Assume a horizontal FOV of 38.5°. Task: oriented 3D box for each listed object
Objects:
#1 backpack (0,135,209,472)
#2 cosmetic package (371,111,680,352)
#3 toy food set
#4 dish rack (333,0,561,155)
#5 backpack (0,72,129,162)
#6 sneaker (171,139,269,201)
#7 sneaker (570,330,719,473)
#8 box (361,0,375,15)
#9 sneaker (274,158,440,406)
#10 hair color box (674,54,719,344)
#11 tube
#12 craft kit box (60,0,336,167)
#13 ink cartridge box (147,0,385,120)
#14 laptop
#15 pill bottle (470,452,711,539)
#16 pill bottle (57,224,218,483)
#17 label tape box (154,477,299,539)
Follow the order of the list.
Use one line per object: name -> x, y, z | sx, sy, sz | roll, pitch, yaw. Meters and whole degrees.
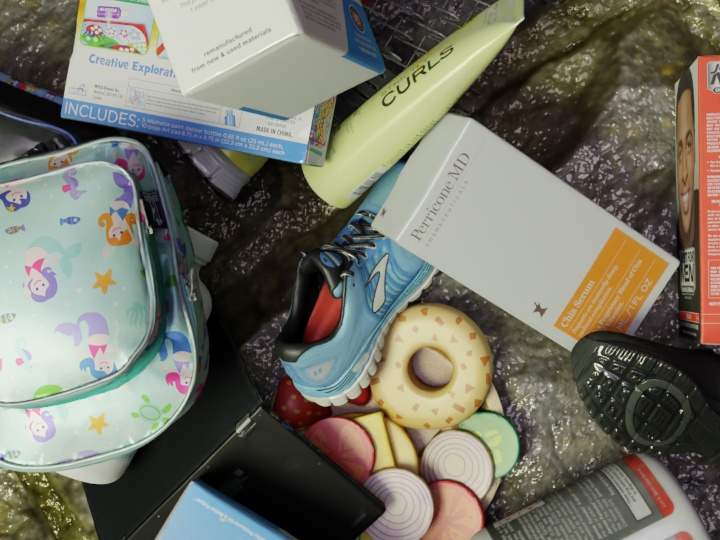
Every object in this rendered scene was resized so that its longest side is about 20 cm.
backpack -> -0.188, 0.025, 0.659 | 0.177, 0.151, 0.201 | -13, 94, -3
cosmetic package -> 0.120, -0.020, 0.751 | 0.199, 0.071, 0.102 | 30, 94, -18
toy food set -> 0.023, 0.135, 0.813 | 0.199, 0.049, 0.199 | -16, 87, 7
dish rack -> 0.054, -0.184, 0.769 | 0.201, 0.153, 0.055 | -58, 39, 4
backpack -> -0.291, -0.042, 0.817 | 0.182, 0.135, 0.201 | 21, 106, 9
sneaker -> -0.136, -0.157, 0.832 | 0.090, 0.078, 0.200 | -38, 90, -2
sneaker -> 0.235, 0.091, 0.748 | 0.199, 0.091, 0.076 | 27, 121, -15
box -> -0.095, -0.233, 0.809 | 0.199, 0.095, 0.100 | 30, 95, 7
sneaker -> 0.000, 0.000, 0.774 | 0.078, 0.090, 0.201 | 14, 71, 35
hair color box -> 0.268, -0.048, 0.754 | 0.061, 0.102, 0.201 | 0, 88, 8
tube -> 0.040, -0.123, 0.728 | 0.200, 0.052, 0.058 | -39, 59, 28
craft kit box -> -0.104, -0.188, 0.731 | 0.199, 0.048, 0.199 | 13, 98, 16
ink cartridge box -> -0.075, -0.205, 0.624 | 0.084, 0.146, 0.201 | -23, 84, 20
laptop -> -0.114, 0.159, 0.820 | 0.200, 0.116, 0.187 | 41, 106, -13
pill bottle -> 0.148, 0.224, 0.749 | 0.199, 0.116, 0.116 | -26, 86, -1
pill bottle -> -0.185, 0.050, 0.782 | 0.110, 0.111, 0.201 | 29, 88, 7
label tape box -> -0.107, 0.266, 0.709 | 0.143, 0.066, 0.201 | 31, 80, -1
